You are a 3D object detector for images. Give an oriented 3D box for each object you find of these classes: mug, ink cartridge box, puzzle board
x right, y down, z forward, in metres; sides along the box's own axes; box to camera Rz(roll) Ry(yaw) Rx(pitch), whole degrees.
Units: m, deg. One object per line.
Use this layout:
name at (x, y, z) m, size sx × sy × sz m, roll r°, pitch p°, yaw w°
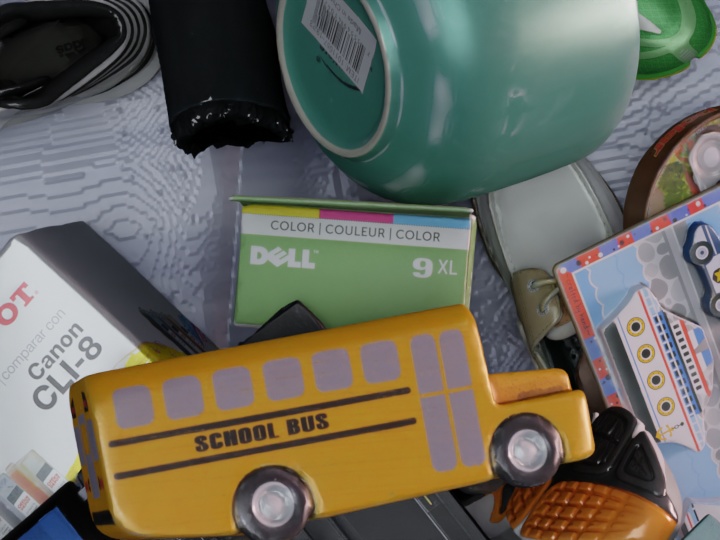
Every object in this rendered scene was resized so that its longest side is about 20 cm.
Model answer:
mug at (0.023, -0.106, 0.818) m, size 0.114 × 0.185 × 0.153 m, roll -19°, pitch 99°, yaw -32°
ink cartridge box at (0.000, 0.000, 0.824) m, size 0.103 × 0.200 × 0.060 m, roll 5°, pitch 90°, yaw 3°
ink cartridge box at (-0.124, 0.095, 0.861) m, size 0.200 × 0.145 × 0.145 m, roll 42°, pitch 94°, yaw 0°
puzzle board at (0.192, 0.056, 0.846) m, size 0.150 × 0.017 × 0.201 m, roll -26°, pitch 104°, yaw -9°

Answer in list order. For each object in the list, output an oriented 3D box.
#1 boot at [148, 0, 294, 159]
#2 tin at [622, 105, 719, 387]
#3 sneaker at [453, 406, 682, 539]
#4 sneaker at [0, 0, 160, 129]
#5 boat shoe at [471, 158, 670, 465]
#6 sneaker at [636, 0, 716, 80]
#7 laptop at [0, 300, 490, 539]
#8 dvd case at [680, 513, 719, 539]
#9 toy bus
boot at (-0.079, -0.142, 0.831) m, size 0.073 × 0.198 × 0.164 m, roll -7°, pitch 85°, yaw 6°
tin at (0.203, 0.012, 0.869) m, size 0.112 × 0.042 × 0.200 m, roll -37°, pitch 106°, yaw -11°
sneaker at (0.111, 0.119, 0.833) m, size 0.092 × 0.200 × 0.076 m, roll 44°, pitch 78°, yaw -9°
sneaker at (-0.199, -0.096, 0.873) m, size 0.199 × 0.115 × 0.076 m, roll -19°, pitch 91°, yaw 6°
boat shoe at (0.112, 0.015, 0.884) m, size 0.074 × 0.068 × 0.201 m, roll -25°, pitch 90°, yaw 3°
sneaker at (0.089, -0.167, 0.871) m, size 0.200 × 0.084 × 0.074 m, roll 44°, pitch 93°, yaw 0°
laptop at (-0.052, 0.147, 0.737) m, size 0.200 × 0.103 × 0.178 m, roll -38°, pitch 94°, yaw 7°
dvd case at (0.094, 0.188, 0.800) m, size 0.146 × 0.200 × 0.022 m, roll -40°, pitch 72°, yaw -17°
toy bus at (-0.010, 0.064, 0.724) m, size 0.199 × 0.065 × 0.079 m, roll -10°, pitch 83°, yaw -17°
